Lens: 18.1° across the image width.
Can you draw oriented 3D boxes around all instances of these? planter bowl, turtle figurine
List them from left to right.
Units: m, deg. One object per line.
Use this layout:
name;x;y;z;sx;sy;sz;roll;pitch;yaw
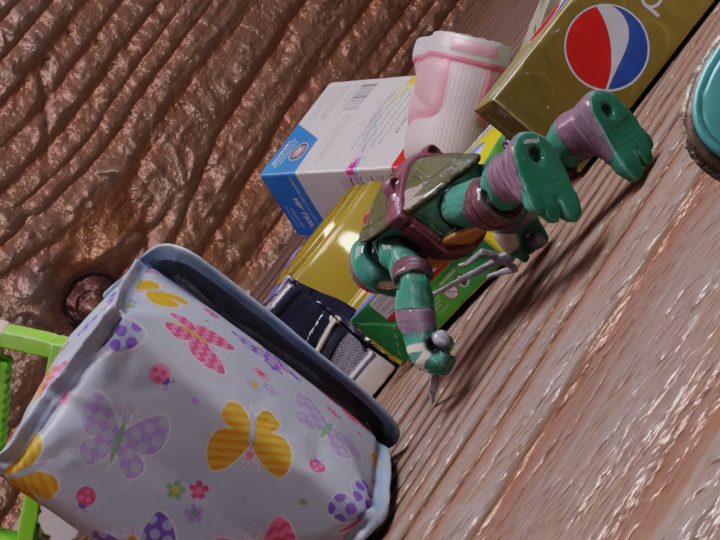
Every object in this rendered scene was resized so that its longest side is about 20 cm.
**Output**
planter bowl;0.000;0.000;1.575;0.201;0.083;0.200;-52;4;5
turtle figurine;0.051;-0.016;1.141;0.200;0.101;0.150;-38;13;48

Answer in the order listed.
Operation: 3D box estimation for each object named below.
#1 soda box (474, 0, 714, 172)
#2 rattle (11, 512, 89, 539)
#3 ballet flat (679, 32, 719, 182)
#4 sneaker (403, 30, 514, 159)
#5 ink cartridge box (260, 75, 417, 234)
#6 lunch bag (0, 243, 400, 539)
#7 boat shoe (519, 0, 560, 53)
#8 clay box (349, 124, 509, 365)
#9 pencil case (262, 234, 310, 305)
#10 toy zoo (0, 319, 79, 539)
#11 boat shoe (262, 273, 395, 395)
soda box;0.156;-0.152;1.313;0.200;0.068;0.064;-52;4;-6
rattle;-0.208;0.264;1.677;0.201;0.129;0.143;-98;29;-47
ballet flat;0.181;-0.092;0.697;0.200;0.068;0.075;-46;-17;0
sneaker;0.066;-0.106;1.571;0.200;0.075;0.105;-49;-31;-87
ink cartridge box;0.036;-0.090;1.729;0.199;0.067;0.116;0;43;42
lunch bag;-0.074;0.079;1.126;0.127;0.169;0.200;-52;4;8
boat shoe;0.140;-0.141;1.498;0.200;0.067;0.072;110;171;-61
clay box;0.072;-0.040;1.395;0.115;0.048;0.200;-47;7;37
pencil case;-0.053;0.048;1.763;0.200;0.078;0.087;-54;-3;-30
toy zoo;-0.121;0.112;1.256;0.020;0.199;0.132;-69;-9;-75
boat shoe;-0.068;0.095;1.425;0.200;0.093;0.075;-51;4;1
